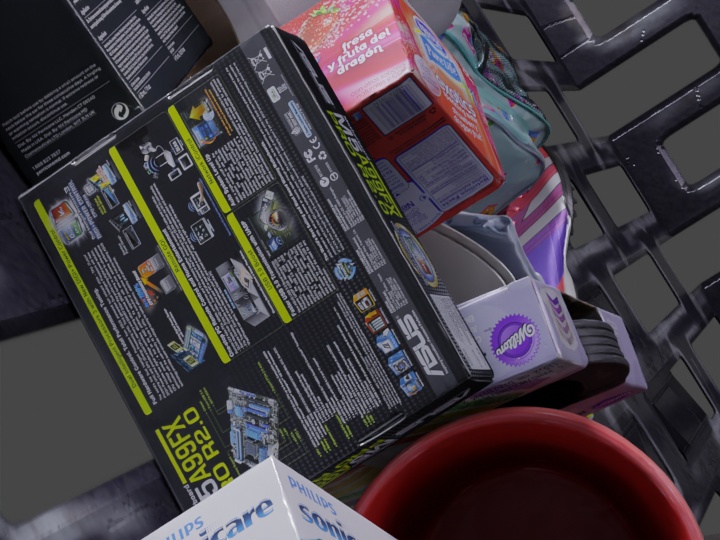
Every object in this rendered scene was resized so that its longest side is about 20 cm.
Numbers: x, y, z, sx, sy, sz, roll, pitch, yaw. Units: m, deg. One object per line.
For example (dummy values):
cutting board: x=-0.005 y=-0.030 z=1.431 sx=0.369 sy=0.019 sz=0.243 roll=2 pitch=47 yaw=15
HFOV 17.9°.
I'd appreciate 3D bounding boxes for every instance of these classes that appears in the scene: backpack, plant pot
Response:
backpack: x=0.016 y=-0.102 z=1.549 sx=0.200 sy=0.176 sz=0.154 roll=41 pitch=17 yaw=-38
plant pot: x=0.089 y=0.171 z=1.203 sx=0.201 sy=0.200 sz=0.177 roll=59 pitch=5 yaw=6

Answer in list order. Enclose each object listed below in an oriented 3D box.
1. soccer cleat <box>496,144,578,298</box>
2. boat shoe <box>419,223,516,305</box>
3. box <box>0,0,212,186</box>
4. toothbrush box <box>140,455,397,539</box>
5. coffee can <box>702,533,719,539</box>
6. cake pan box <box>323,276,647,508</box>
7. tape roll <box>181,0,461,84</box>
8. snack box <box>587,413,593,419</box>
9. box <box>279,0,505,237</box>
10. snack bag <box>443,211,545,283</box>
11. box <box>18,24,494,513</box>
soccer cleat: x=0.106 y=-0.015 z=1.573 sx=0.073 sy=0.068 sz=0.201 roll=16 pitch=50 yaw=-22
boat shoe: x=0.000 y=0.000 z=1.284 sx=0.062 sy=0.199 sz=0.073 roll=10 pitch=90 yaw=-71
box: x=-0.162 y=-0.142 z=1.222 sx=0.141 sy=0.079 sz=0.200 roll=58 pitch=14 yaw=-11
toothbrush box: x=-0.006 y=0.202 z=0.993 sx=0.146 sy=0.085 sz=0.200 roll=39 pitch=24 yaw=-50
coffee can: x=0.268 y=0.304 z=1.588 sx=0.146 sy=0.146 sz=0.200 roll=48 pitch=17 yaw=-33
cake pan box: x=0.043 y=0.068 z=1.212 sx=0.052 sy=0.200 sz=0.184 roll=70 pitch=15 yaw=13
tape roll: x=-0.056 y=-0.185 z=1.365 sx=0.203 sy=0.139 sz=0.203 roll=38 pitch=-27 yaw=24
snack box: x=0.058 y=0.088 z=1.412 sx=0.142 sy=0.053 sz=0.200 roll=28 pitch=9 yaw=11
box: x=-0.038 y=-0.053 z=1.198 sx=0.100 sy=0.200 sz=0.096 roll=45 pitch=20 yaw=-40
snack bag: x=0.024 y=-0.007 z=1.363 sx=0.200 sy=0.188 sz=0.021 roll=54 pitch=51 yaw=-61
box: x=-0.052 y=0.008 z=1.103 sx=0.200 sy=0.160 sz=0.044 roll=60 pitch=16 yaw=13
